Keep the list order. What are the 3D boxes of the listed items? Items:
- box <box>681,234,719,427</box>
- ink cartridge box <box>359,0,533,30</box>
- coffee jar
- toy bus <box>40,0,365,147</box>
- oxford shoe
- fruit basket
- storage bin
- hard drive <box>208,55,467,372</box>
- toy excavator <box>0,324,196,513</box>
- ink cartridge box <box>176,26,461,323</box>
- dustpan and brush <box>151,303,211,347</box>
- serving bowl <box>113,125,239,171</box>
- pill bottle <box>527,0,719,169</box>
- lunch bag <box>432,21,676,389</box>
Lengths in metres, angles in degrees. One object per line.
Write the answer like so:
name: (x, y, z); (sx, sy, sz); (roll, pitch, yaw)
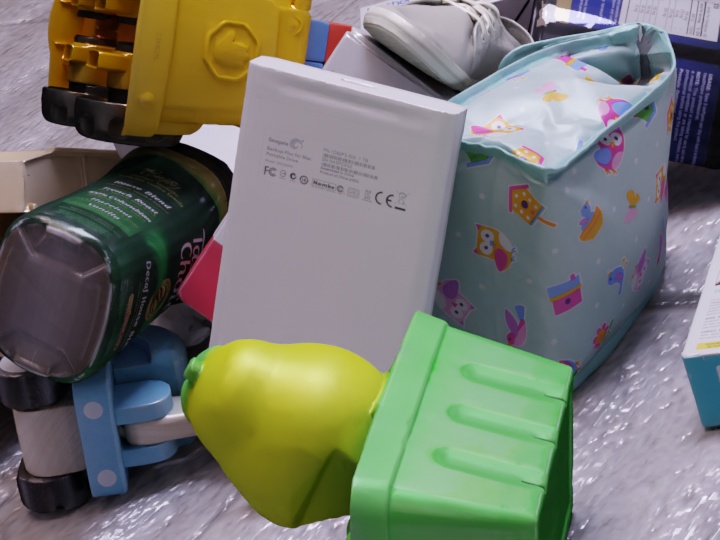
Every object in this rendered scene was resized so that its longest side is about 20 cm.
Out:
box: (0.248, 0.017, 1.457); (0.082, 0.049, 0.200); (-9, 25, 22)
ink cartridge box: (0.107, -0.166, 1.773); (0.199, 0.094, 0.044); (-14, 36, 10)
coffee jar: (-0.149, -0.011, 1.543); (0.085, 0.105, 0.200); (23, 26, 13)
toy bus: (-0.099, -0.149, 1.615); (0.191, 0.136, 0.200); (5, 6, -24)
oxford shoe: (0.057, -0.147, 1.540); (0.058, 0.075, 0.200); (-54, -20, 11)
fruit basket: (0.005, 0.111, 1.288); (0.215, 0.156, 0.216); (-2, 26, 1)
storage bin: (-0.243, -0.038, 1.799); (0.200, 0.094, 0.198); (0, 1, 36)
hard drive: (-0.017, -0.014, 1.461); (0.132, 0.201, 0.026); (16, 21, 18)
toy excavator: (-0.124, 0.086, 1.546); (0.199, 0.100, 0.195); (-10, 24, -2)
ink cartridge box: (-0.015, -0.045, 1.573); (0.200, 0.086, 0.148); (-55, -10, 10)
dustpan and brush: (-0.144, 0.038, 1.673); (0.139, 0.057, 0.200); (-21, -4, -24)
serving bowl: (-0.088, -0.081, 1.741); (0.199, 0.066, 0.200); (16, 27, -8)
pill bottle: (0.211, -0.130, 1.682); (0.199, 0.112, 0.112); (11, 28, 6)
lunch bag: (0.128, -0.045, 1.526); (0.122, 0.171, 0.200); (16, 37, 31)
